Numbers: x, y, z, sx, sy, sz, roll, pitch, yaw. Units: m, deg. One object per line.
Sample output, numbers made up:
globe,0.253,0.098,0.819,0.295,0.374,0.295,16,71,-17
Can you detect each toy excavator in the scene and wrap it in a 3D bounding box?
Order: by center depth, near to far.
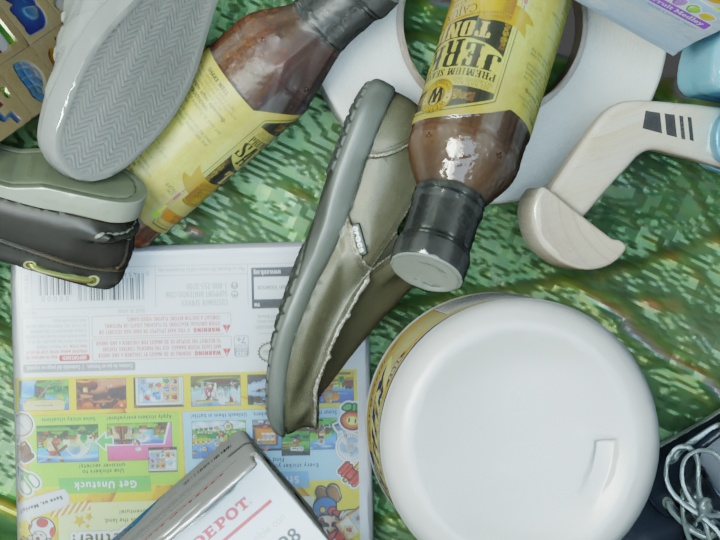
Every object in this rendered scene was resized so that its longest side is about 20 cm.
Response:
toy excavator,0.195,-0.084,1.645,0.199,0.100,0.196,11,88,-10

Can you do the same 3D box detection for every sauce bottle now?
sauce bottle,0.063,-0.084,1.594,0.064,0.065,0.201,18,63,-3
sauce bottle,-0.066,-0.096,1.640,0.200,0.066,0.066,-39,93,13

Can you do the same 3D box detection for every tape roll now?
tape roll,0.071,-0.137,1.681,0.201,0.037,0.204,0,91,-4

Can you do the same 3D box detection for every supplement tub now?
supplement tub,0.076,0.085,1.602,0.143,0.200,0.145,0,91,-3

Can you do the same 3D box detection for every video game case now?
video game case,-0.093,0.077,1.682,0.199,0.023,0.183,-1,91,-4

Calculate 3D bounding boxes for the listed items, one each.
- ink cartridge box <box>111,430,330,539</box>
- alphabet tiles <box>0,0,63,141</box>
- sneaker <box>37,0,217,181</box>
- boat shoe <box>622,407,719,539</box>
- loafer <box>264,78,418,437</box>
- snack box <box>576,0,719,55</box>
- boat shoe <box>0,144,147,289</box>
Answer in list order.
ink cartridge box,-0.080,0.151,1.573,0.116,0.200,0.067,-40,94,-2
alphabet tiles,-0.227,-0.145,1.606,0.167,0.200,0.006,51,130,-3
sneaker,-0.141,-0.142,1.626,0.074,0.115,0.201,43,67,-44
boat shoe,0.199,0.122,1.678,0.199,0.062,0.075,-34,94,-2
loafer,0.000,0.000,1.633,0.069,0.075,0.201,19,98,-3
snack box,0.142,-0.243,1.612,0.168,0.068,0.201,26,66,-20
boat shoe,-0.216,-0.040,1.603,0.200,0.072,0.061,15,115,1
